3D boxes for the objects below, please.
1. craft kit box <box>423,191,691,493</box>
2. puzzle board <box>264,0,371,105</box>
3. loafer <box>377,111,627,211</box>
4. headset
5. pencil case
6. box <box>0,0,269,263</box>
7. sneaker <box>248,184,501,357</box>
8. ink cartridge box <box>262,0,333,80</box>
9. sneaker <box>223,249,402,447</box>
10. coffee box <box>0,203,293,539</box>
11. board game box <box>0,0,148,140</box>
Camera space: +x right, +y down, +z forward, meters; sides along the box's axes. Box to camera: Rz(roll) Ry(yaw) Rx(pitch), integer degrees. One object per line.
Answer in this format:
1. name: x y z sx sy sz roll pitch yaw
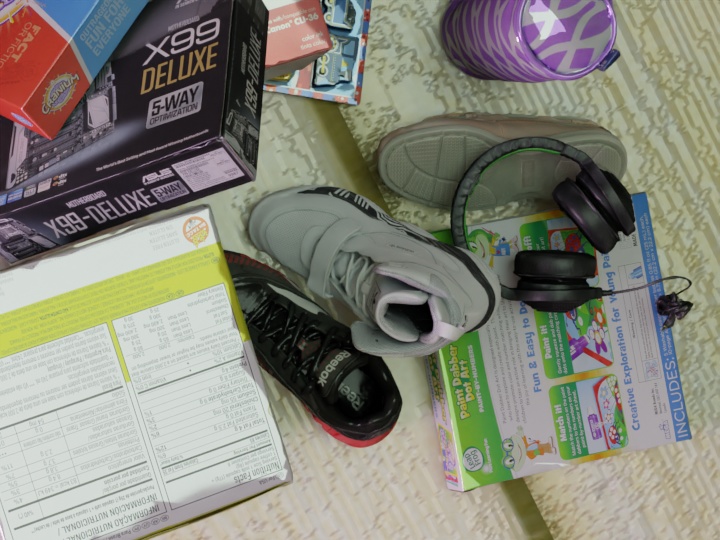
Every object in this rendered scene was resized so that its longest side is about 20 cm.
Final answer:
1. craft kit box: 0.146 0.054 1.589 0.196 0.048 0.202 -10 90 -19
2. puzzle board: -0.060 -0.236 1.558 0.149 0.017 0.202 8 85 -16
3. loafer: 0.105 -0.090 1.583 0.198 0.063 0.072 0 120 -13
4. headset: 0.162 -0.020 1.548 0.199 0.094 0.124 30 93 0
5. pencil case: 0.123 -0.184 1.515 0.084 0.200 0.086 37 84 -17
6. box: -0.160 -0.105 1.384 0.050 0.199 0.159 50 32 -43
7. sneaker: 0.000 0.000 1.485 0.198 0.115 0.076 22 109 9
8. ink cartridge box: -0.089 -0.240 1.482 0.067 0.116 0.202 -18 92 -14
9. sneaker: -0.043 0.055 1.507 0.200 0.098 0.071 42 79 -9
10. coffee box: -0.186 0.083 1.411 0.198 0.200 0.199 -19 93 -16
11. board game box: -0.244 -0.192 1.421 0.154 0.199 0.040 -57 143 -11
